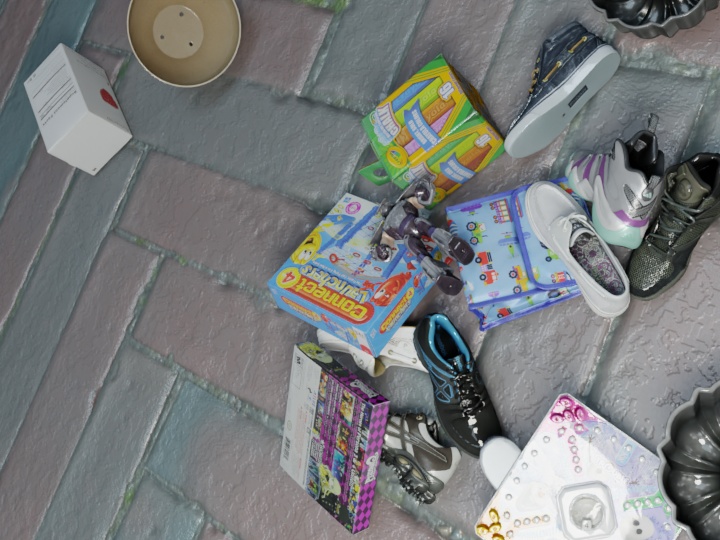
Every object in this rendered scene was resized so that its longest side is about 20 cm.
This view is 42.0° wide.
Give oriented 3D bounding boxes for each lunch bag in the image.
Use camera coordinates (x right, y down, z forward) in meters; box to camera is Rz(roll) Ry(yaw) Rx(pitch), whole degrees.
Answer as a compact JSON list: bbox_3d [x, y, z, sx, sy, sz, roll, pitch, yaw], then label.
[{"bbox_3d":[0.228,-0.029,1.249,0.196,0.094,0.154,-18,64,12],"label":"lunch bag"}]

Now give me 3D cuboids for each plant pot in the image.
[{"bbox_3d":[-0.321,-0.431,1.683,0.203,0.198,0.134,-62,19,0],"label":"plant pot"}]

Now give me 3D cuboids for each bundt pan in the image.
[{"bbox_3d":[0.421,0.221,1.009,0.197,0.076,0.207,-6,69,16],"label":"bundt pan"},{"bbox_3d":[0.402,-0.398,1.249,0.198,0.075,0.207,-10,70,29],"label":"bundt pan"}]

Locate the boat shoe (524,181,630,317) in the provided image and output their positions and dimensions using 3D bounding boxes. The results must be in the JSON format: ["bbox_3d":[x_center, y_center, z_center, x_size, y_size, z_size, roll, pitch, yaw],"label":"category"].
[{"bbox_3d":[0.270,-0.036,1.170,0.071,0.069,0.203,-21,67,-5],"label":"boat shoe"}]

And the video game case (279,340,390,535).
[{"bbox_3d":[-0.041,0.227,1.292,0.180,0.035,0.204,31,121,44],"label":"video game case"}]

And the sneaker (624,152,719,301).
[{"bbox_3d":[0.378,-0.060,1.134,0.201,0.114,0.076,-52,53,10],"label":"sneaker"}]

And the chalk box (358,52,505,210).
[{"bbox_3d":[0.090,-0.183,1.354,0.199,0.124,0.125,-38,58,18],"label":"chalk box"}]

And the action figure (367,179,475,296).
[{"bbox_3d":[0.074,-0.052,1.254,0.200,0.069,0.132,43,108,47],"label":"action figure"}]

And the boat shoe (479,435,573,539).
[{"bbox_3d":[0.209,0.295,1.154,0.073,0.068,0.201,-37,82,4],"label":"boat shoe"}]

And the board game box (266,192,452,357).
[{"bbox_3d":[0.000,0.000,1.345,0.198,0.056,0.196,23,61,35],"label":"board game box"}]

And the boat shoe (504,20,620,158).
[{"bbox_3d":[0.260,-0.250,1.303,0.200,0.071,0.091,-43,55,5],"label":"boat shoe"}]

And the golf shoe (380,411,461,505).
[{"bbox_3d":[0.058,0.226,1.284,0.094,0.078,0.200,-40,53,-11],"label":"golf shoe"}]

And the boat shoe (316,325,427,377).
[{"bbox_3d":[0.019,0.115,1.334,0.196,0.071,0.071,0,72,32],"label":"boat shoe"}]

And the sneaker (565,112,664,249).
[{"bbox_3d":[0.326,-0.136,1.158,0.202,0.076,0.142,-105,28,-53],"label":"sneaker"}]

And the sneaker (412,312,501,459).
[{"bbox_3d":[0.125,0.150,1.222,0.072,0.082,0.203,-25,76,-12],"label":"sneaker"}]

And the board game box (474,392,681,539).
[{"bbox_3d":[0.264,0.283,1.096,0.198,0.026,0.202,34,93,11],"label":"board game box"}]

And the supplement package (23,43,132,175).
[{"bbox_3d":[-0.545,-0.310,1.809,0.119,0.121,0.202,-39,58,15],"label":"supplement package"}]
